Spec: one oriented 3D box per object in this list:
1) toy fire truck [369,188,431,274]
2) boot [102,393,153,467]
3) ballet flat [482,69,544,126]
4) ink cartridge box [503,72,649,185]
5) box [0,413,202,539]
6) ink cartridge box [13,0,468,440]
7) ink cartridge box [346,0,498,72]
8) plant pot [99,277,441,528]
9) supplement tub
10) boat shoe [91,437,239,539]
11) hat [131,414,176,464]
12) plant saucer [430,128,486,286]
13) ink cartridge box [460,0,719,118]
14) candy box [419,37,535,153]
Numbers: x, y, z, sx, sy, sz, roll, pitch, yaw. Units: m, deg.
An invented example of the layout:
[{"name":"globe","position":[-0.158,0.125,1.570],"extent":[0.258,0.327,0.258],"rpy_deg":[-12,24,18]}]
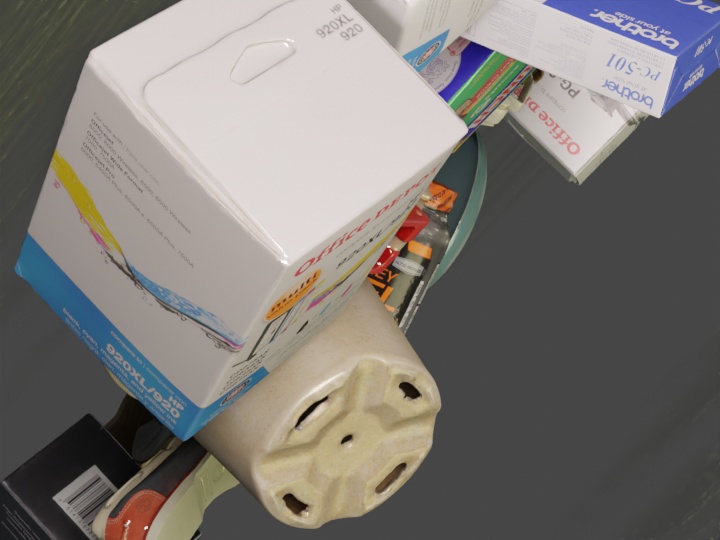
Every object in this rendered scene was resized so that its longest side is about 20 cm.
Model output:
[{"name":"toy fire truck","position":[0.001,-0.075,1.034],"extent":[0.049,0.141,0.200],"rpy_deg":[-48,172,23]},{"name":"boot","position":[-0.166,0.127,1.500],"extent":[0.200,0.072,0.155],"rpy_deg":[-43,174,28]},{"name":"ballet flat","position":[0.112,-0.167,1.404],"extent":[0.068,0.072,0.200],"rpy_deg":[-49,171,33]},{"name":"ink cartridge box","position":[0.231,-0.205,1.561],"extent":[0.200,0.145,0.083],"rpy_deg":[-46,173,5]},{"name":"box","position":[-0.249,0.247,1.407],"extent":[0.107,0.148,0.200],"rpy_deg":[-39,171,-35]},{"name":"ink cartridge box","position":[-0.069,-0.038,0.842],"extent":[0.147,0.145,0.200],"rpy_deg":[-38,169,-36]},{"name":"ink cartridge box","position":[0.064,-0.207,0.875],"extent":[0.200,0.084,0.145],"rpy_deg":[-42,173,-13]},{"name":"plant pot","position":[-0.048,0.062,1.039],"extent":[0.200,0.183,0.201],"rpy_deg":[-20,132,-24]},{"name":"supplement tub","position":[0.000,0.000,1.397],"extent":[0.200,0.122,0.123],"rpy_deg":[-65,170,5]},{"name":"boat shoe","position":[-0.137,0.157,1.275],"extent":[0.200,0.063,0.071],"rpy_deg":[-50,145,-43]},{"name":"hat","position":[-0.137,0.064,1.283],"extent":[0.201,0.081,0.201],"rpy_deg":[-38,-172,7]},{"name":"plant saucer","position":[0.062,-0.053,1.505],"extent":[0.200,0.027,0.200],"rpy_deg":[-46,-150,36]},{"name":"ink cartridge box","position":[0.121,-0.164,0.981],"extent":[0.094,0.200,0.044],"rpy_deg":[-36,145,-46]},{"name":"candy box","position":[0.084,-0.171,1.213],"extent":[0.169,0.077,0.200],"rpy_deg":[-47,173,13]}]
